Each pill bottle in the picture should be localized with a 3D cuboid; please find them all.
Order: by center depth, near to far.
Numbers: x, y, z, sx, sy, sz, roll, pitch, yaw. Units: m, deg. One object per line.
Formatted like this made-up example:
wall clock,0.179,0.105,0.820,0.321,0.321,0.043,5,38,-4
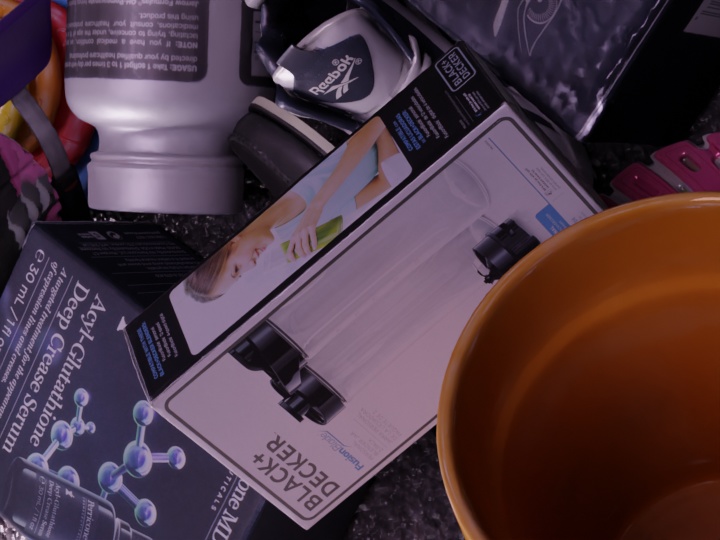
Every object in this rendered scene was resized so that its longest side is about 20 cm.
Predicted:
pill bottle,-0.098,-0.131,1.051,0.110,0.111,0.201,5,94,33

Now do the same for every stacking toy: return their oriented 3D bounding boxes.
stacking toy,-0.225,-0.099,1.081,0.110,0.200,0.116,36,111,27

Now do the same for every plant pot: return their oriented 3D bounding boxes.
plant pot,0.145,0.101,0.838,0.199,0.183,0.201,-7,55,10

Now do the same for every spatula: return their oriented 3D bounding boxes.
spatula,-0.167,-0.065,1.080,0.021,0.057,0.200,25,147,30

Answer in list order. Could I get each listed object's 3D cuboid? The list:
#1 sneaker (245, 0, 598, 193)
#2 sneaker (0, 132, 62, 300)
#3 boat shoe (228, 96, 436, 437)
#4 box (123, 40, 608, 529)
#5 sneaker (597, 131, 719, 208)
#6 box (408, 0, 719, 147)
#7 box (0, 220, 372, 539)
sneaker,0.018,-0.079,0.966,0.079,0.129,0.199,-45,68,28
sneaker,-0.215,-0.008,1.095,0.086,0.080,0.200,33,148,24
boat shoe,0.000,-0.001,0.994,0.063,0.074,0.201,-40,81,-6
box,0.009,0.010,0.889,0.200,0.117,0.060,-39,38,9
sneaker,0.131,0.019,0.936,0.200,0.087,0.074,-43,44,3
box,0.105,-0.192,0.913,0.200,0.117,0.197,42,112,23
box,-0.104,0.087,1.065,0.200,0.107,0.149,35,109,26
